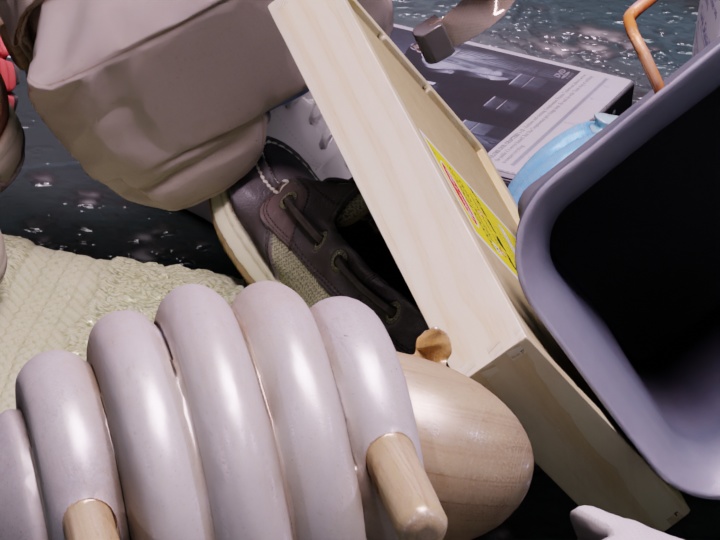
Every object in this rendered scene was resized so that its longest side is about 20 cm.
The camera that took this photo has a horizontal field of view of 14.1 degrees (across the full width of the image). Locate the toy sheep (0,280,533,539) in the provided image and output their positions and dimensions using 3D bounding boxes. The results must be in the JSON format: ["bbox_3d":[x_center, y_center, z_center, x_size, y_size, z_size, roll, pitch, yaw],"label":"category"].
[{"bbox_3d":[-0.046,0.069,0.861,0.199,0.139,0.138,-7,26,-12],"label":"toy sheep"}]

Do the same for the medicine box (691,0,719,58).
[{"bbox_3d":[0.239,-0.115,1.236,0.181,0.201,0.103,6,23,0],"label":"medicine box"}]

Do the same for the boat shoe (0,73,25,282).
[{"bbox_3d":[-0.165,-0.042,1.049,0.075,0.072,0.200,-7,25,-1],"label":"boat shoe"}]

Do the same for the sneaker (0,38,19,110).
[{"bbox_3d":[-0.247,-0.099,1.242,0.199,0.078,0.082,16,27,22],"label":"sneaker"}]

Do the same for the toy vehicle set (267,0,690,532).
[{"bbox_3d":[0.039,-0.006,1.003,0.026,0.124,0.200,-35,45,9],"label":"toy vehicle set"}]

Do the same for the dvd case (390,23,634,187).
[{"bbox_3d":[0.007,-0.078,1.317,0.199,0.025,0.150,15,25,18],"label":"dvd case"}]

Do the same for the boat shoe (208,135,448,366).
[{"bbox_3d":[-0.001,0.000,1.068,0.072,0.066,0.201,32,16,-29],"label":"boat shoe"}]

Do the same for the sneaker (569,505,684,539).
[{"bbox_3d":[0.060,0.125,0.813,0.087,0.075,0.200,28,21,15],"label":"sneaker"}]

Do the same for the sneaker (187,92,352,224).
[{"bbox_3d":[-0.025,-0.072,1.187,0.199,0.116,0.074,23,27,30],"label":"sneaker"}]

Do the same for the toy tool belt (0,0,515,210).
[{"bbox_3d":[-0.046,-0.123,1.106,0.199,0.125,0.123,-31,41,-2],"label":"toy tool belt"}]

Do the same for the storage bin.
[{"bbox_3d":[0.138,-0.039,0.993,0.200,0.146,0.134,-38,10,-1],"label":"storage bin"}]

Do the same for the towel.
[{"bbox_3d":[-0.114,0.039,1.017,0.147,0.037,0.200,9,24,4],"label":"towel"}]

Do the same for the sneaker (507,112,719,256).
[{"bbox_3d":[0.146,-0.023,1.141,0.199,0.080,0.131,-4,25,-3],"label":"sneaker"}]
